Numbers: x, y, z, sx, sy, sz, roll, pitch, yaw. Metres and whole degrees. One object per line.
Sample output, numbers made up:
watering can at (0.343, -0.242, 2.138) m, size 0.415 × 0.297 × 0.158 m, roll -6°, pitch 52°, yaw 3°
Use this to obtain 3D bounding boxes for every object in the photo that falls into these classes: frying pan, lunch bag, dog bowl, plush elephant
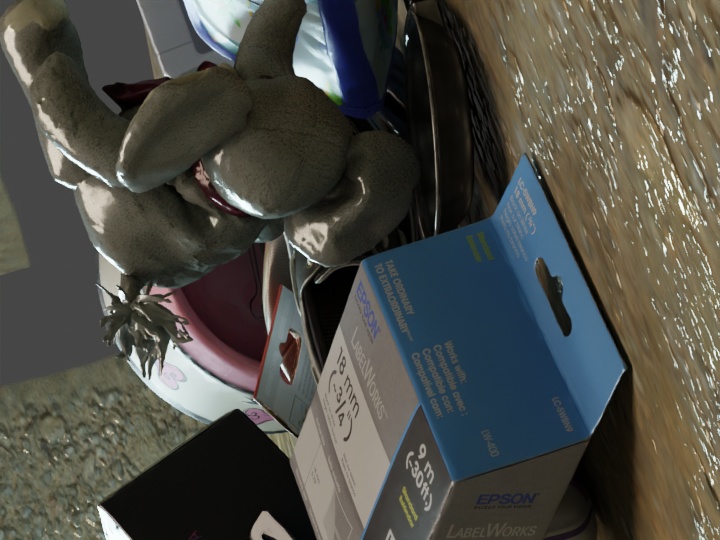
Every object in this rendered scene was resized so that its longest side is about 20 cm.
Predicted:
frying pan at (0.031, -0.100, 1.455) m, size 0.115 × 0.031 × 0.190 m, roll 91°, pitch 172°, yaw -53°
lunch bag at (-0.045, -0.195, 1.505) m, size 0.200 × 0.127 × 0.170 m, roll 61°, pitch 173°, yaw 36°
dog bowl at (-0.053, -0.008, 1.748) m, size 0.074 × 0.200 × 0.201 m, roll -32°, pitch 72°, yaw 65°
plush elephant at (-0.068, -0.066, 1.434) m, size 0.165 × 0.155 × 0.201 m, roll 27°, pitch -136°, yaw -41°

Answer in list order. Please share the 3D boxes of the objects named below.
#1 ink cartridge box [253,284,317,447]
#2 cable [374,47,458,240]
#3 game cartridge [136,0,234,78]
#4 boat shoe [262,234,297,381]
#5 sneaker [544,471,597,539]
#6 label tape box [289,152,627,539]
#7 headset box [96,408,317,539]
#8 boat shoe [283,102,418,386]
ink cartridge box at (0.002, 0.113, 1.583) m, size 0.200 × 0.050 × 0.109 m, roll 45°, pitch -152°, yaw -20°
cable at (0.018, -0.037, 1.621) m, size 0.200 × 0.051 × 0.163 m, roll 83°, pitch 167°, yaw -45°
game cartridge at (-0.074, -0.199, 1.665) m, size 0.042 × 0.133 × 0.201 m, roll -34°, pitch -75°, yaw -78°
boat shoe at (-0.015, 0.039, 1.655) m, size 0.072 × 0.076 × 0.200 m, roll -123°, pitch 14°, yaw -54°
sneaker at (0.059, 0.060, 1.426) m, size 0.201 × 0.072 × 0.115 m, roll -117°, pitch 17°, yaw -62°
label tape box at (0.037, 0.066, 1.325) m, size 0.144 × 0.063 × 0.200 m, roll -112°, pitch 32°, yaw -43°
headset box at (-0.038, 0.192, 1.486) m, size 0.174 × 0.093 × 0.200 m, roll 44°, pitch 157°, yaw 31°
boat shoe at (0.000, 0.000, 1.511) m, size 0.071 × 0.072 × 0.201 m, roll 75°, pitch -178°, yaw -81°
